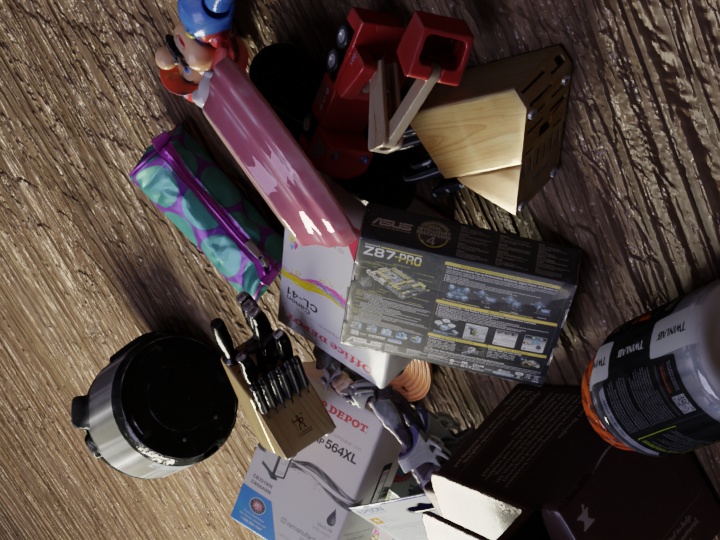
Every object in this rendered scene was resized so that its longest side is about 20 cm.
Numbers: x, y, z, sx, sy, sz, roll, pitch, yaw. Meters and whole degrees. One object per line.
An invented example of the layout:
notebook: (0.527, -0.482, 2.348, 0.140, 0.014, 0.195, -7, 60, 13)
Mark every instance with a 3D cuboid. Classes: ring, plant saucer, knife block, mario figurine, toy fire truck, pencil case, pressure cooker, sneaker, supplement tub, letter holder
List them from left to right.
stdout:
pressure cooker: (-0.270, 0.183, 2.239, 0.176, 0.179, 0.200, 46, 152, -7)
mario figurine: (-0.158, -0.229, 1.595, 0.106, 0.124, 0.200, 15, 142, 3)
pencil case: (-0.157, -0.062, 1.854, 0.200, 0.085, 0.092, 46, 168, -3)
knife block: (-0.103, 0.106, 1.806, 0.176, 0.064, 0.200, 60, 169, -6)
plant saucer: (-0.078, -0.096, 1.533, 0.201, 0.051, 0.201, 53, 178, 2)
sneaker: (-0.024, -0.127, 1.618, 0.200, 0.076, 0.088, 47, 166, 7)
ring: (0.003, 0.062, 1.874, 0.200, 0.019, 0.201, 34, 151, 22)
toy fire truck: (0.017, -0.147, 1.441, 0.200, 0.049, 0.141, -66, 32, 30)
knife block: (0.084, -0.135, 1.446, 0.175, 0.064, 0.200, 33, 151, 22)
letter holder: (0.109, 0.302, 1.604, 0.142, 0.101, 0.200, 19, 141, 45)
supplement tub: (0.273, 0.085, 1.420, 0.123, 0.123, 0.200, 47, 152, -4)

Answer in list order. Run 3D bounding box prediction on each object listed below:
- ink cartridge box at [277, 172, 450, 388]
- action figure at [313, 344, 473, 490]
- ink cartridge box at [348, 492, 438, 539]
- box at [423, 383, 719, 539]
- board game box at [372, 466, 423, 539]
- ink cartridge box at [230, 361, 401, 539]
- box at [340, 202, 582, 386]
ink cartridge box: (0.000, 0.000, 1.704, 0.147, 0.086, 0.200, 33, 142, 21)
action figure: (0.024, 0.134, 1.805, 0.200, 0.130, 0.069, 43, 111, -8)
ink cartridge box: (0.124, 0.274, 1.855, 0.196, 0.043, 0.200, -18, 133, 44)
box: (0.205, 0.226, 1.655, 0.200, 0.166, 0.165, 1, 129, 54)
board game box: (0.045, 0.273, 2.053, 0.200, 0.064, 0.148, 36, 150, 14)
ink cartridge box: (-0.042, 0.221, 1.955, 0.146, 0.084, 0.201, 27, 104, 29)
box: (0.088, 0.026, 1.569, 0.199, 0.049, 0.161, 12, 142, 2)
